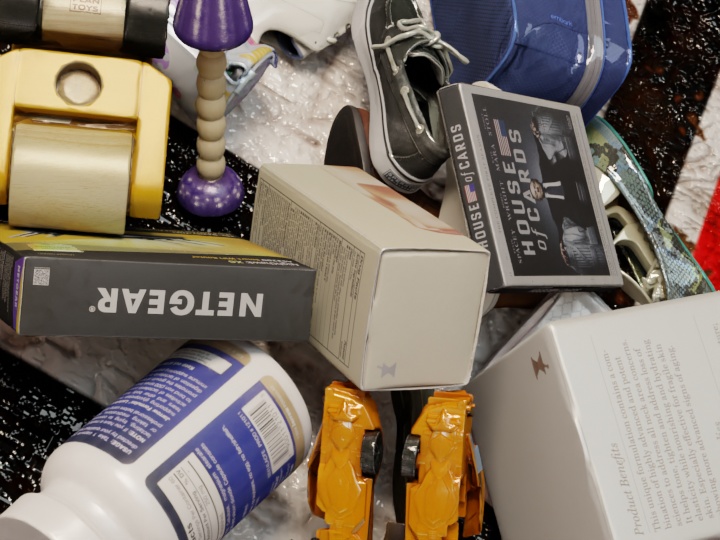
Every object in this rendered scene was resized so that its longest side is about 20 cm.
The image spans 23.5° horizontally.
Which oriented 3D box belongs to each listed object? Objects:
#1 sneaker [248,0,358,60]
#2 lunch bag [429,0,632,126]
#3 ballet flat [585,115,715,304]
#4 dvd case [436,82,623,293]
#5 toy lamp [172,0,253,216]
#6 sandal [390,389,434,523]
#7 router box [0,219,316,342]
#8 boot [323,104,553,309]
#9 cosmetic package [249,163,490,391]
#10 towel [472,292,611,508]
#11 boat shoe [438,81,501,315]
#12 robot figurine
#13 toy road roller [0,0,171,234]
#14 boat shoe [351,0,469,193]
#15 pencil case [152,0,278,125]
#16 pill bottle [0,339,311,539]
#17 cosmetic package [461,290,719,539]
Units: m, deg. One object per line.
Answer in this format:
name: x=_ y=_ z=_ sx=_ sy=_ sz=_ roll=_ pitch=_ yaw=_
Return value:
sneaker: x=-0.036 y=-0.215 z=1.408 sx=0.200 sy=0.074 sz=0.087 roll=-11 pitch=86 yaw=-28
lunch bag: x=0.146 y=-0.214 z=1.450 sx=0.132 sy=0.136 sz=0.200 roll=10 pitch=59 yaw=-23
ballet flat: x=0.219 y=-0.038 z=1.440 sx=0.074 sy=0.074 sz=0.200 roll=-22 pitch=73 yaw=-35
dvd case: x=0.129 y=-0.057 z=1.289 sx=0.200 sy=0.025 sz=0.151 roll=1 pitch=75 yaw=-58
toy lamp: x=-0.104 y=-0.129 z=1.231 sx=0.058 sy=0.200 sz=0.058 roll=2 pitch=45 yaw=-2
sandal: x=0.054 y=0.124 z=1.244 sx=0.054 sy=0.080 sz=0.200 roll=2 pitch=66 yaw=-11
router box: x=-0.152 y=0.006 z=1.163 sx=0.200 sy=0.157 sz=0.052 roll=3 pitch=99 yaw=-27
boot: x=0.081 y=-0.049 z=1.369 sx=0.200 sy=0.068 sz=0.189 roll=-9 pitch=68 yaw=-32
cosmetic package: x=0.000 y=0.000 z=1.212 sx=0.087 sy=0.104 sz=0.200 roll=0 pitch=20 yaw=-27
towel: x=0.177 y=0.130 z=1.324 sx=0.200 sy=0.032 sz=0.191 roll=42 pitch=65 yaw=-1
boat shoe: x=0.100 y=-0.047 z=1.320 sx=0.068 sy=0.072 sz=0.200 roll=25 pitch=50 yaw=-32
robot figurine: x=0.022 y=0.178 z=1.161 sx=0.145 sy=0.058 sz=0.200 roll=5 pitch=98 yaw=12
toy road roller: x=-0.197 y=-0.113 z=1.212 sx=0.123 sy=0.146 sz=0.200 roll=5 pitch=73 yaw=-8
boat shoe: x=0.040 y=-0.156 z=1.332 sx=0.074 sy=0.068 sz=0.200 roll=25 pitch=46 yaw=-28
pencil case: x=-0.160 y=-0.194 z=1.308 sx=0.200 sy=0.091 sz=0.083 roll=41 pitch=96 yaw=-1
pill bottle: x=-0.134 y=0.137 z=1.125 sx=0.116 sy=0.116 sz=0.200 roll=48 pitch=53 yaw=3
cosmetic package: x=0.207 y=0.121 z=1.229 sx=0.200 sy=0.166 sz=0.168 roll=-9 pitch=74 yaw=-22
